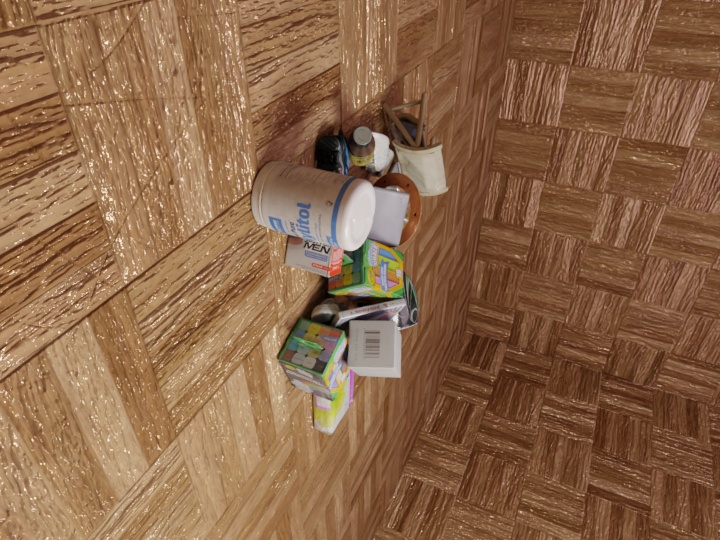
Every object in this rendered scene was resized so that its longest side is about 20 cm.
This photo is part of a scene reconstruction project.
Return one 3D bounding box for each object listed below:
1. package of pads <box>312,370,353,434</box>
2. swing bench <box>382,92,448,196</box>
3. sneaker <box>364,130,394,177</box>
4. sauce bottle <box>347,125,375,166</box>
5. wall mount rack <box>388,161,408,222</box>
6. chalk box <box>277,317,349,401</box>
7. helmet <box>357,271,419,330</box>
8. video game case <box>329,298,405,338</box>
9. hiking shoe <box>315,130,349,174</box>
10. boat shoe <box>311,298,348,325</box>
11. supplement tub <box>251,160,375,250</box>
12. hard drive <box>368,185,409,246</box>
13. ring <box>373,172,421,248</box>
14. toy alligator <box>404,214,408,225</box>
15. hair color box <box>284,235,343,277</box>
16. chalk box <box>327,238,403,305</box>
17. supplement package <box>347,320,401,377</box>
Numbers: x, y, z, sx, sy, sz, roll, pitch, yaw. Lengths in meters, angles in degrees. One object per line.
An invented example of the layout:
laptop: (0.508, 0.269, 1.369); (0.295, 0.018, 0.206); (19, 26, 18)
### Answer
package of pads: (-0.077, 0.356, 1.527); (0.155, 0.068, 0.201); (-49, 148, -50)
swing bench: (0.151, -0.331, 1.431); (0.199, 0.129, 0.201); (64, 14, -60)
sneaker: (0.039, -0.300, 1.358); (0.081, 0.070, 0.200); (-70, 160, -5)
sauce bottle: (0.001, -0.282, 1.189); (0.200, 0.064, 0.065); (-86, -170, -88)
wall mount rack: (0.124, -0.249, 1.612); (0.174, 0.074, 0.201); (67, 43, -60)
chalk box: (-0.107, 0.202, 1.255); (0.201, 0.124, 0.124); (79, 33, -53)
helmet: (0.080, 0.084, 1.575); (0.200, 0.199, 0.192); (-10, 86, -68)
video game case: (0.004, 0.134, 1.368); (0.200, 0.181, 0.023); (122, -47, -60)
hiking shoe: (-0.052, -0.204, 1.175); (0.087, 0.074, 0.201); (-41, 141, -56)
boat shoe: (-0.077, 0.107, 1.362); (0.202, 0.074, 0.065); (18, 49, -67)
supplement tub: (-0.084, -0.121, 0.970); (0.132, 0.199, 0.133); (15, 90, -70)
hard drive: (0.021, -0.141, 1.317); (0.199, 0.033, 0.141); (6, 102, -30)
ring: (0.086, -0.160, 1.406); (0.019, 0.200, 0.202); (0, 105, -47)
toy alligator: (0.101, -0.143, 1.651); (0.054, 0.059, 0.201); (-34, -156, 44)
hair color box: (-0.087, -0.098, 1.109); (0.064, 0.110, 0.201); (-21, 123, -66)
chalk box: (0.000, 0.000, 1.305); (0.199, 0.124, 0.125); (18, 66, -44)
supplement package: (0.040, 0.202, 1.333); (0.200, 0.116, 0.118); (64, 27, -70)
